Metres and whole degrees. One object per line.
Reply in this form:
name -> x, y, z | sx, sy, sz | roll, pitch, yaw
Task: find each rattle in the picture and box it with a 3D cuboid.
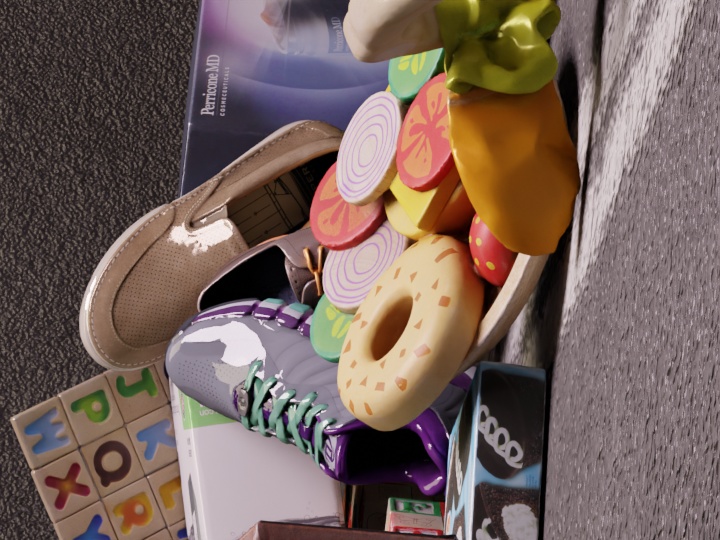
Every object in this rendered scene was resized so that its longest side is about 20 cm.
rattle -> 0.081, -0.105, 1.310 | 0.200, 0.130, 0.144 | -30, 61, 54

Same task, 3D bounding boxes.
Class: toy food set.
toy food set -> 0.034, -0.030, 1.504 | 0.201, 0.048, 0.198 | -62, 29, 18

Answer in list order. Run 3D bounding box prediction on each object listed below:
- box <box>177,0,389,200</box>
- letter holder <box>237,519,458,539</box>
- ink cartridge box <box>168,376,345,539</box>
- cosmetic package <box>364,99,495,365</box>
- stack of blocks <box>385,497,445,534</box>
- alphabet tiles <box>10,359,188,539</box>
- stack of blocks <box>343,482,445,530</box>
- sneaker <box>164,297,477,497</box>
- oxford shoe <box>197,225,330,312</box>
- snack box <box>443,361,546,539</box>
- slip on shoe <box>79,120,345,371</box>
box -> -0.022, -0.107, 2.077 | 0.201, 0.197, 0.124 | -88, 5, -49
letter holder -> -0.026, 0.213, 1.486 | 0.200, 0.100, 0.143 | 132, 142, -71
ink cartridge box -> -0.057, 0.142, 1.746 | 0.145, 0.084, 0.201 | 150, 113, -82
cosmetic package -> 0.038, -0.025, 1.793 | 0.200, 0.087, 0.104 | -93, 10, -72
stack of blocks -> 0.034, 0.237, 1.634 | 0.115, 0.058, 0.201 | -97, 13, -78
alphabet tiles -> -0.105, 0.148, 1.815 | 0.008, 0.167, 0.201 | -13, 101, 58
stack of blocks -> 0.023, 0.155, 1.888 | 0.200, 0.058, 0.116 | -92, 8, -68
sneaker -> -0.024, 0.070, 1.605 | 0.088, 0.199, 0.075 | -47, -38, -56
oxford shoe -> 0.000, 0.000, 1.651 | 0.073, 0.199, 0.072 | -18, -92, -57
snack box -> 0.061, 0.159, 1.464 | 0.116, 0.037, 0.201 | 104, 171, -68
slip on shoe -> -0.080, -0.014, 1.771 | 0.076, 0.200, 0.061 | 57, 168, -18
